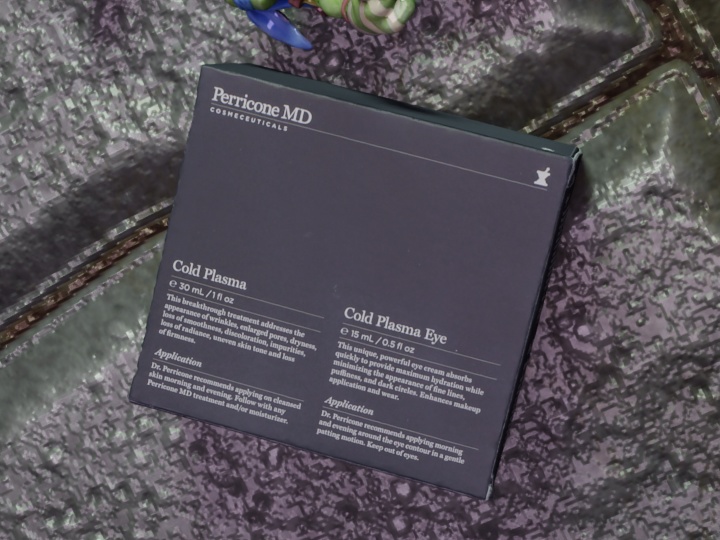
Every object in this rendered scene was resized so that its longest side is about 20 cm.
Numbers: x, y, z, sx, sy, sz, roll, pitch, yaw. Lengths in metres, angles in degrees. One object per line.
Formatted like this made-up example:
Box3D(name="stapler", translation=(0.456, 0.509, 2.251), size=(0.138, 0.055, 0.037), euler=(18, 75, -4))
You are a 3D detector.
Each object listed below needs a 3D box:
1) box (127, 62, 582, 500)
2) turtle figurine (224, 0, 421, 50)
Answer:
Box3D(name="box", translation=(0.000, 0.000, 0.889), size=(0.199, 0.104, 0.183), euler=(15, 100, 7))
Box3D(name="turtle figurine", translation=(0.016, -0.195, 0.828), size=(0.193, 0.144, 0.200), euler=(-21, 137, -7))
